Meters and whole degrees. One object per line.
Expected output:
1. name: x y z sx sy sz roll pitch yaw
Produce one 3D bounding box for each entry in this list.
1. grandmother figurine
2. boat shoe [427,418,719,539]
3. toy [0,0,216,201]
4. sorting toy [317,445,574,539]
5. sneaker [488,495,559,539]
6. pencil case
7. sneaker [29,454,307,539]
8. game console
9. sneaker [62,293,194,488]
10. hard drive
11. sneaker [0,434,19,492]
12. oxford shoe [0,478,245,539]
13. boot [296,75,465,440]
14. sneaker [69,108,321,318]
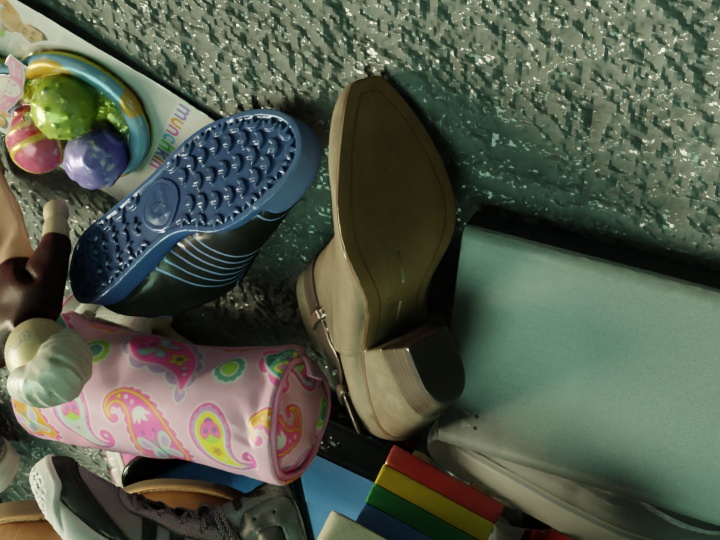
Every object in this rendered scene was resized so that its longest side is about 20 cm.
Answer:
1. grandmother figurine: -0.217 0.012 0.955 0.060 0.200 0.122 13 118 -43
2. boat shoe: 0.140 0.118 0.945 0.198 0.072 0.069 26 106 16
3. toy: -0.188 -0.092 0.933 0.199 0.047 0.115 34 142 -4
4. sorting toy: 0.081 0.172 0.911 0.197 0.070 0.200 28 172 5
5. sneaker: 0.095 0.190 1.052 0.199 0.075 0.089 -33 106 37
6. pencil case: -0.119 0.075 0.965 0.198 0.088 0.088 8 137 25
7. sneaker: -0.101 0.157 0.971 0.200 0.114 0.075 43 179 -11
8. game console: -0.049 0.189 1.091 0.171 0.119 0.201 22 143 27
9. sneaker: -0.133 0.101 1.083 0.087 0.082 0.201 -3 132 36
10. hard drive: 0.146 0.057 0.865 0.198 0.033 0.141 15 120 17
11. sneaker: -0.370 0.120 1.265 0.197 0.074 0.088 12 135 19
12. oxford shoe: -0.159 0.187 1.033 0.197 0.072 0.072 -12 131 11
13. boot: 0.000 0.000 0.892 0.146 0.069 0.203 175 83 -68
14. sneaker: -0.085 -0.029 0.929 0.199 0.071 0.077 -28 152 35
